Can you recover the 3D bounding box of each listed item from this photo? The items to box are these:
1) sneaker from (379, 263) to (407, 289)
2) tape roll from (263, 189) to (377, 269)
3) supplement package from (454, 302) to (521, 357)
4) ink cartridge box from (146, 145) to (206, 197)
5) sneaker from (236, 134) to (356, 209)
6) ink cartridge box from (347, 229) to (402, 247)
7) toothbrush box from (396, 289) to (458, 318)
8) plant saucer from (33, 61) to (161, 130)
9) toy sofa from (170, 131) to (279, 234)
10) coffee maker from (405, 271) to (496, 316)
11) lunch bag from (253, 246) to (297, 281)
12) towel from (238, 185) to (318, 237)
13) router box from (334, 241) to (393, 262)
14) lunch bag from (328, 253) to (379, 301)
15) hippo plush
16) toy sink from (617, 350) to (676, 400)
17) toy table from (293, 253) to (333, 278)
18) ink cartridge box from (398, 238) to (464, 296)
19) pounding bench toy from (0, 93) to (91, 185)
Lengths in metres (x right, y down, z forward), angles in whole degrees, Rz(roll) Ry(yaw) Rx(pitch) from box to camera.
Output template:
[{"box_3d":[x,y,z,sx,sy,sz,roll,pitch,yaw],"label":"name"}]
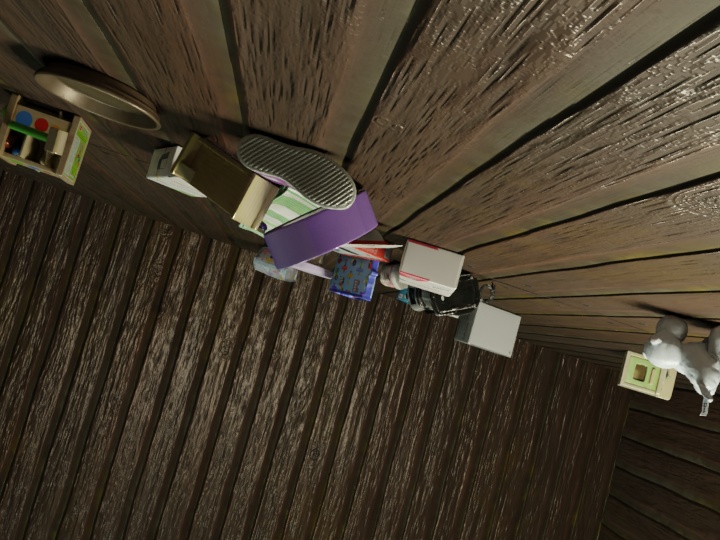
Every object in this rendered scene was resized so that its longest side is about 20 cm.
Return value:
[{"box_3d":[0.098,0.017,2.134,0.101,0.078,0.200,10,177,18],"label":"sneaker"},{"box_3d":[-0.070,-0.073,1.171,0.195,0.067,0.200,-22,-171,4],"label":"tape roll"},{"box_3d":[0.477,0.216,2.504,0.195,0.161,0.110,19,175,-21],"label":"supplement package"},{"box_3d":[-0.358,-0.204,1.388,0.115,0.069,0.198,21,175,-34],"label":"ink cartridge box"},{"box_3d":[-0.092,-0.154,1.057,0.196,0.074,0.114,28,179,4],"label":"sneaker"},{"box_3d":[-0.020,-0.077,1.512,0.158,0.052,0.198,0,179,-30],"label":"ink cartridge box"},{"box_3d":[0.253,0.098,2.415,0.196,0.088,0.145,14,174,37],"label":"toothbrush box"},{"box_3d":[-0.405,-0.273,1.046,0.194,0.030,0.200,18,174,2],"label":"plant saucer"},{"box_3d":[-0.225,-0.150,1.144,0.198,0.084,0.097,34,-176,33],"label":"toy sofa"},{"box_3d":[0.245,0.070,1.872,0.187,0.139,0.200,17,176,-14],"label":"coffee maker"},{"box_3d":[-0.375,-0.028,3.008,0.165,0.131,0.200,18,-175,13],"label":"lunch bag"},{"box_3d":[-0.151,-0.110,1.420,0.150,0.024,0.198,25,144,-32],"label":"towel"},{"box_3d":[-0.040,-0.079,1.742,0.176,0.050,0.198,21,174,-35],"label":"router box"},{"box_3d":[0.000,0.000,1.859,0.092,0.155,0.199,17,175,-21],"label":"lunch bag"},{"box_3d":[0.690,0.190,1.430,0.158,0.203,0.161,22,157,29],"label":"hippo plush"},{"box_3d":[1.080,0.394,2.501,0.194,0.134,0.112,16,175,18],"label":"toy sink"},{"box_3d":[-0.142,-0.055,1.960,0.179,0.121,0.199,14,175,25],"label":"toy table"},{"box_3d":[0.169,-0.003,1.635,0.140,0.087,0.200,17,174,5],"label":"ink cartridge box"},{"box_3d":[-0.653,-0.272,1.345,0.152,0.128,0.200,18,175,-12],"label":"pounding bench toy"}]
